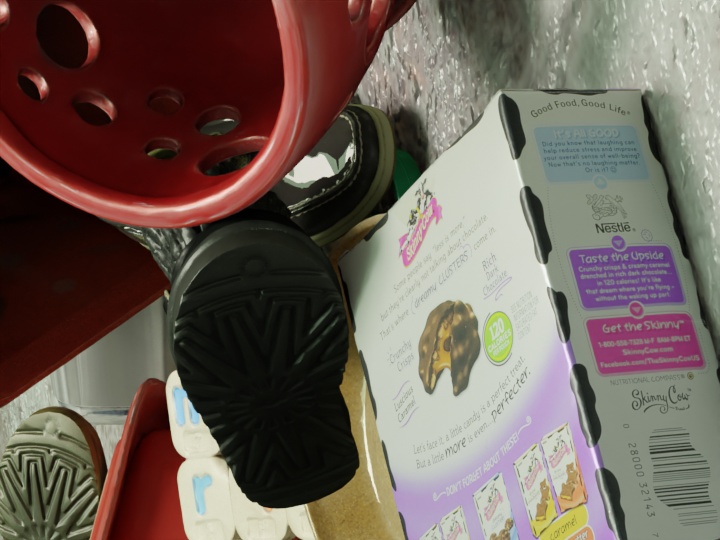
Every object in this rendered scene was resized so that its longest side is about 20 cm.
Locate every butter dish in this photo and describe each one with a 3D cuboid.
[{"bbox_3d":[-0.072,0.185,1.493,0.200,0.147,0.200,56,-133,-68],"label":"butter dish"}]

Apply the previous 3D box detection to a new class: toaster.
[{"bbox_3d":[-0.150,0.012,1.669,0.200,0.113,0.130,-94,2,-61],"label":"toaster"}]

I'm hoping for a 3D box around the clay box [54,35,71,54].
[{"bbox_3d":[-0.149,-0.203,1.588,0.201,0.047,0.115,-63,24,4],"label":"clay box"}]

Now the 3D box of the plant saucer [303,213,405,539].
[{"bbox_3d":[0.030,0.072,1.245,0.200,0.035,0.201,4,95,58],"label":"plant saucer"}]

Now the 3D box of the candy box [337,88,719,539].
[{"bbox_3d":[0.073,0.050,1.063,0.168,0.071,0.201,-45,53,56],"label":"candy box"}]

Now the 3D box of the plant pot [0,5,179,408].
[{"bbox_3d":[-0.220,-0.069,1.485,0.176,0.200,0.200,14,131,45],"label":"plant pot"}]

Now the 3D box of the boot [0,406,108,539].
[{"bbox_3d":[-0.149,0.137,1.579,0.200,0.066,0.176,-40,-43,-64],"label":"boot"}]

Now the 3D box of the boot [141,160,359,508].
[{"bbox_3d":[-0.059,-0.001,1.215,0.211,0.079,0.158,85,170,-55],"label":"boot"}]

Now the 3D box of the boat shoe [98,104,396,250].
[{"bbox_3d":[-0.066,-0.044,1.350,0.200,0.065,0.074,-18,71,44],"label":"boat shoe"}]

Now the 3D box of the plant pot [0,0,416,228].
[{"bbox_3d":[-0.074,-0.146,1.146,0.183,0.200,0.201,-52,-25,-50],"label":"plant pot"}]

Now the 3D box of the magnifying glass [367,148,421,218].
[{"bbox_3d":[0.000,0.000,1.388,0.200,0.022,0.080,120,139,-63],"label":"magnifying glass"}]

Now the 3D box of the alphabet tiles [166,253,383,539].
[{"bbox_3d":[-0.025,0.092,1.355,0.200,0.015,0.197,-9,89,42],"label":"alphabet tiles"}]
